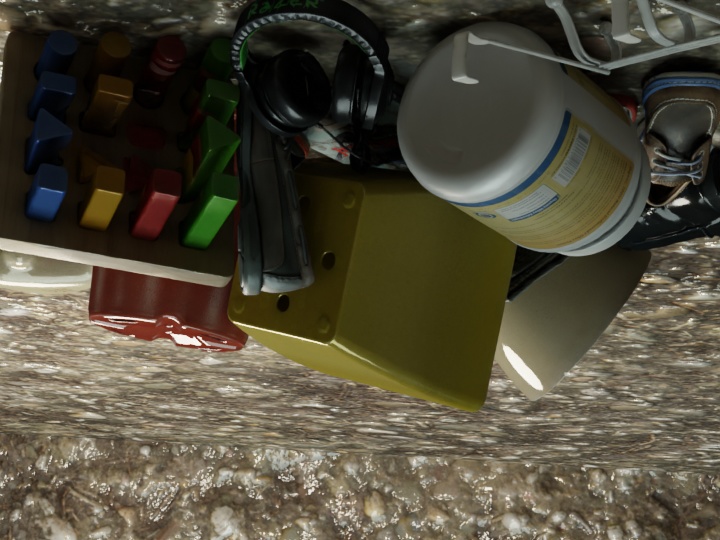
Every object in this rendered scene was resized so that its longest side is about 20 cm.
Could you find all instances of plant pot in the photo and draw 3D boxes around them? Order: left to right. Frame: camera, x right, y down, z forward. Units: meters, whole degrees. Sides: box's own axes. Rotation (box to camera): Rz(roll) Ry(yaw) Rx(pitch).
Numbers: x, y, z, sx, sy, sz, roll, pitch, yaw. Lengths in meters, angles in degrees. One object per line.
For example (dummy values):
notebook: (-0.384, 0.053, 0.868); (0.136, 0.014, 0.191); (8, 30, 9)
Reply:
plant pot: (-0.160, -0.035, 1.490); (0.199, 0.197, 0.201); (9, 170, 2)
plant pot: (0.000, 0.000, 1.419); (0.199, 0.202, 0.176); (11, 179, 42)
plant pot: (0.191, 0.016, 1.704); (0.134, 0.201, 0.200); (39, 162, -1)

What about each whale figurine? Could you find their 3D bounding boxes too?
whale figurine: (-0.334, -0.029, 1.771); (0.198, 0.105, 0.159); (1, 173, 22)

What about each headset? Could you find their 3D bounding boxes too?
headset: (-0.026, -0.154, 1.300); (0.122, 0.095, 0.201); (-3, 142, 20)

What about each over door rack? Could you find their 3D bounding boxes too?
over door rack: (0.176, -0.178, 1.122); (0.147, 0.067, 0.199); (-10, 180, 43)

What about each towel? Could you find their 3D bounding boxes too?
towel: (0.149, -0.011, 1.553); (0.192, 0.035, 0.200); (-34, -169, -11)

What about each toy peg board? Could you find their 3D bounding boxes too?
toy peg board: (-0.184, -0.111, 1.296); (0.197, 0.202, 0.098); (11, 146, -21)

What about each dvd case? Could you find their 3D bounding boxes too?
dvd case: (0.025, -0.123, 1.490); (0.145, 0.022, 0.199); (-7, 160, 37)

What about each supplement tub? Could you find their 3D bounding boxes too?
supplement tub: (0.137, -0.098, 1.302); (0.144, 0.146, 0.199); (-6, 160, 34)

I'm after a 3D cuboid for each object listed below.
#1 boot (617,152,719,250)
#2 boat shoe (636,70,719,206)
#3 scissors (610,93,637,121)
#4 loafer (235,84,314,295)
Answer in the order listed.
boot: (0.332, -0.049, 1.582); (0.197, 0.074, 0.162); (24, 154, -34)
boat shoe: (0.272, -0.108, 1.376); (0.071, 0.073, 0.200); (3, 165, 6)
scissors: (0.209, -0.119, 1.468); (0.072, 0.014, 0.200); (1, 163, 6)
loafer: (-0.071, -0.076, 1.350); (0.062, 0.202, 0.072); (1, 164, -8)
